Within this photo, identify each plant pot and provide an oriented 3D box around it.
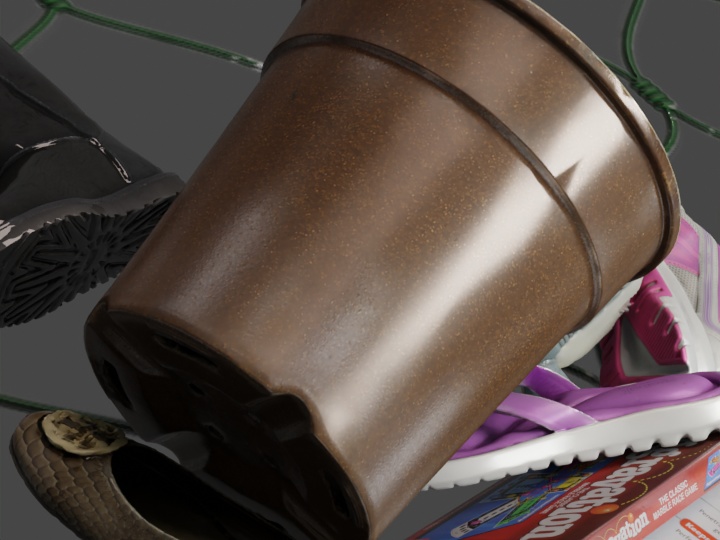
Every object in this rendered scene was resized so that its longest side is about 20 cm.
[{"bbox_3d":[0.000,0.000,1.127,0.200,0.200,0.198,34,64,12],"label":"plant pot"}]

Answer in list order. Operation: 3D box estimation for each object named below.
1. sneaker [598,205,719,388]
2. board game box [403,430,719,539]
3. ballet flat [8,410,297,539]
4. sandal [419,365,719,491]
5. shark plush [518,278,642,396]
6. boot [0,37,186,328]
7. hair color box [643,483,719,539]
[{"bbox_3d":[0.163,0.018,1.383,0.088,0.081,0.200,16,39,-26],"label":"sneaker"},{"bbox_3d":[0.097,0.104,1.190,0.103,0.019,0.200,-7,11,36],"label":"board game box"},{"bbox_3d":[-0.057,0.111,1.099,0.200,0.046,0.067,34,31,12],"label":"ballet flat"},{"bbox_3d":[0.078,0.060,1.214,0.202,0.050,0.082,-9,9,-14],"label":"sandal"},{"bbox_3d":[0.046,0.010,1.290,0.200,0.083,0.091,10,35,-27],"label":"shark plush"},{"bbox_3d":[-0.196,-0.066,1.236,0.200,0.066,0.165,41,25,16],"label":"boot"},{"bbox_3d":[0.159,0.161,1.172,0.111,0.064,0.200,37,34,20],"label":"hair color box"}]
